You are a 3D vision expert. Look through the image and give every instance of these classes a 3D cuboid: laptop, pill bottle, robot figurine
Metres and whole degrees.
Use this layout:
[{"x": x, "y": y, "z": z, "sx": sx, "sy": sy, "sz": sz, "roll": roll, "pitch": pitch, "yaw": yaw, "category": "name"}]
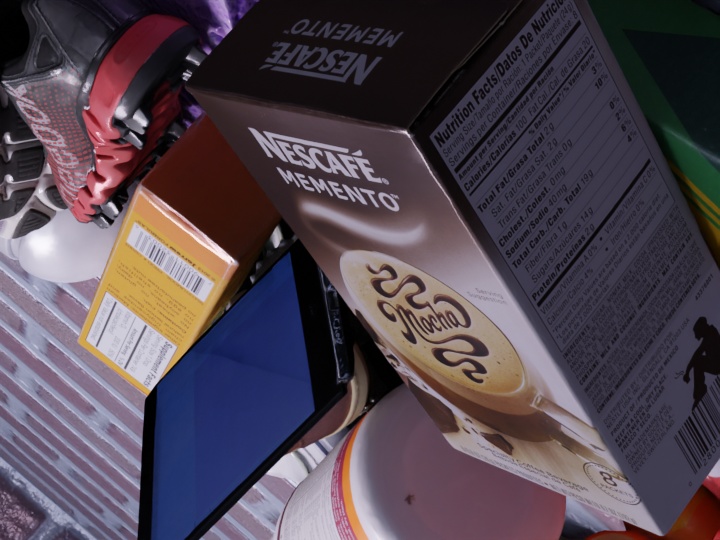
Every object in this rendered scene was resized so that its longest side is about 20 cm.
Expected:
[{"x": -0.062, "y": -0.007, "z": 0.665, "sx": 0.177, "sy": 0.103, "sz": 0.201, "roll": -106, "pitch": 6, "yaw": -67, "category": "laptop"}, {"x": 0.017, "y": 0.137, "z": 0.830, "sx": 0.109, "sy": 0.110, "sz": 0.200, "roll": 39, "pitch": 148, "yaw": 1, "category": "pill bottle"}, {"x": -0.201, "y": -0.070, "z": 0.977, "sx": 0.200, "sy": 0.113, "sz": 0.170, "roll": 37, "pitch": 149, "yaw": 9, "category": "robot figurine"}]

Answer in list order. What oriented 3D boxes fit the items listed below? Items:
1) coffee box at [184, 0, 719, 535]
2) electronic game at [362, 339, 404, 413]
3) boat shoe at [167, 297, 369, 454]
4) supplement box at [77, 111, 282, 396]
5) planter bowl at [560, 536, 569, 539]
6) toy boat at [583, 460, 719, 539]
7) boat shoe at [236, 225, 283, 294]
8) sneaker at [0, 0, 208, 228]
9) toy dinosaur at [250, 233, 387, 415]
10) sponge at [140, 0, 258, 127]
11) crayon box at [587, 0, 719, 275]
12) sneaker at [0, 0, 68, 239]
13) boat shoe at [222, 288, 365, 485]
[{"x": 0.046, "y": -0.012, "z": 0.549, "sx": 0.113, "sy": 0.080, "sz": 0.200, "roll": 17, "pitch": 151, "yaw": 48, "category": "coffee box"}, {"x": 0.034, "y": 0.053, "z": 0.920, "sx": 0.200, "sy": 0.042, "sz": 0.200, "roll": 40, "pitch": 157, "yaw": 21, "category": "electronic game"}, {"x": -0.060, "y": 0.071, "z": 0.790, "sx": 0.072, "sy": 0.072, "sz": 0.200, "roll": 53, "pitch": 150, "yaw": -1, "category": "boat shoe"}, {"x": -0.096, "y": -0.002, "z": 0.866, "sx": 0.069, "sy": 0.067, "sz": 0.200, "roll": 38, "pitch": 150, "yaw": -1, "category": "supplement box"}, {"x": 0.105, "y": 0.256, "z": 1.049, "sx": 0.200, "sy": 0.200, "sz": 0.136, "roll": 15, "pitch": 122, "yaw": 50, "category": "planter bowl"}, {"x": 0.136, "y": 0.110, "z": 0.724, "sx": 0.200, "sy": 0.131, "sz": 0.130, "roll": 45, "pitch": 159, "yaw": -15, "category": "toy boat"}, {"x": -0.073, "y": 0.013, "z": 0.975, "sx": 0.062, "sy": 0.072, "sz": 0.200, "roll": 48, "pitch": 164, "yaw": 30, "category": "boat shoe"}, {"x": -0.135, "y": -0.087, "z": 0.796, "sx": 0.098, "sy": 0.071, "sz": 0.200, "roll": 39, "pitch": 158, "yaw": 2, "category": "sneaker"}, {"x": 0.000, "y": 0.000, "z": 0.779, "sx": 0.102, "sy": 0.077, "sz": 0.200, "roll": 46, "pitch": 149, "yaw": 8, "category": "toy dinosaur"}, {"x": -0.088, "y": -0.128, "z": 0.772, "sx": 0.111, "sy": 0.030, "sz": 0.200, "roll": 31, "pitch": 159, "yaw": 24, "category": "sponge"}, {"x": 0.069, "y": -0.064, "z": 0.591, "sx": 0.199, "sy": 0.051, "sz": 0.127, "roll": 34, "pitch": 160, "yaw": 19, "category": "crayon box"}, {"x": -0.189, "y": -0.111, "z": 0.870, "sx": 0.083, "sy": 0.080, "sz": 0.201, "roll": 38, "pitch": 129, "yaw": 44, "category": "sneaker"}, {"x": -0.036, "y": 0.091, "z": 0.909, "sx": 0.200, "sy": 0.067, "sz": 0.074, "roll": 55, "pitch": -171, "yaw": -41, "category": "boat shoe"}]
